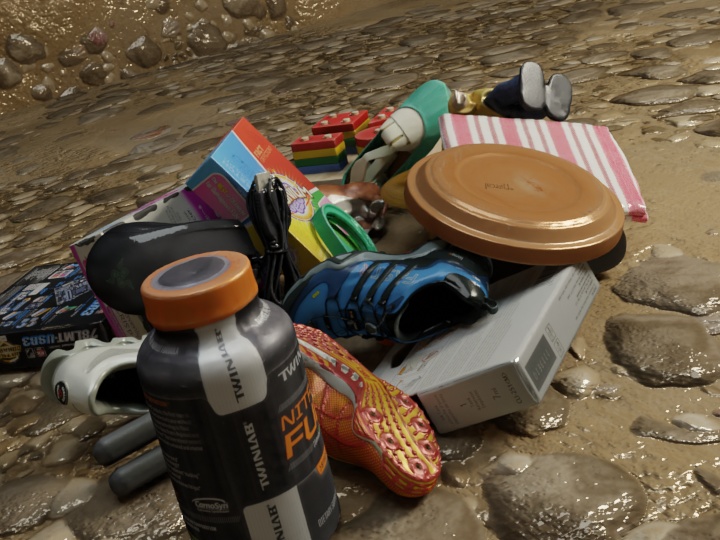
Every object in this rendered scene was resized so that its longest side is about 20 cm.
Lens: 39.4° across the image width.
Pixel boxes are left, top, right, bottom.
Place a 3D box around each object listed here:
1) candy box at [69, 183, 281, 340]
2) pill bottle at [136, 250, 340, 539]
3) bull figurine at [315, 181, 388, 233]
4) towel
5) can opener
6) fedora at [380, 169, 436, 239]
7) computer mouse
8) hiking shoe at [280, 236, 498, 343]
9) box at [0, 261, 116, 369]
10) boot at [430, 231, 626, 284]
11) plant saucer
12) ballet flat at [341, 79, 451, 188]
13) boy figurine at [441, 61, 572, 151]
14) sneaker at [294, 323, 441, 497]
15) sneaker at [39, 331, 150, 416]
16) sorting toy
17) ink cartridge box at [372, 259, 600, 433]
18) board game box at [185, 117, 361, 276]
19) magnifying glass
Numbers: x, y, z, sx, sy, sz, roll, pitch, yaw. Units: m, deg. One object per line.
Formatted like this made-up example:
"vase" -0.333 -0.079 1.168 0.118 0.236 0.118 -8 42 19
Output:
"candy box" -0.184 -0.011 1.047 0.061 0.137 0.200 -15 14 41
"pill bottle" -0.083 0.091 0.660 0.106 0.201 0.106 -11 22 4
"bull figurine" -0.060 -0.062 1.210 0.199 0.065 0.121 -16 24 -6
"towel" 0.183 -0.103 1.029 0.199 0.030 0.147 3 42 -9
"can opener" -0.127 0.122 0.837 0.199 0.054 0.067 -27 -7 -31
"fedora" 0.119 -0.072 1.111 0.199 0.082 0.201 -8 16 2
"computer mouse" -0.156 -0.010 0.932 0.199 0.139 0.053 -9 11 -6
"hiking shoe" 0.017 0.026 0.864 0.199 0.075 0.087 -18 29 15
"box" -0.322 0.042 1.120 0.197 0.050 0.200 -5 22 16
"boot" 0.153 -0.014 0.988 0.199 0.074 0.075 -6 6 -3
"plant saucer" 0.139 -0.068 0.908 0.199 0.032 0.201 5 30 -3
"ballet flat" 0.040 -0.150 1.246 0.070 0.067 0.200 -21 -24 -51
"boy figurine" 0.150 -0.176 1.161 0.124 0.065 0.200 18 -21 -26
"sneaker" -0.010 0.114 0.762 0.073 0.078 0.200 7 21 -40
"sneaker" -0.165 0.088 0.873 0.199 0.075 0.088 -17 25 -37
"sorting toy" 0.007 -0.183 1.463 0.198 0.070 0.200 -3 23 23
"ink cartridge box" 0.094 0.067 0.839 0.173 0.044 0.200 -25 12 35
"board game box" -0.077 -0.057 1.041 0.040 0.200 0.153 -42 13 20
"magnifying glass" 0.000 0.000 0.991 0.022 0.079 0.200 -44 38 19
